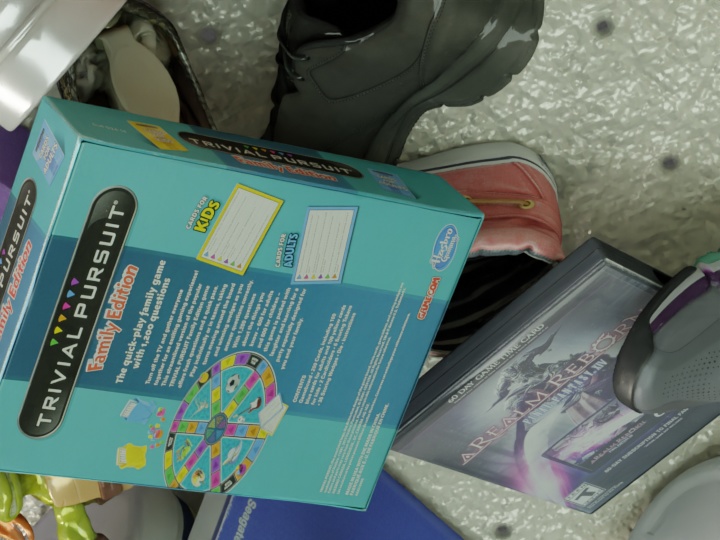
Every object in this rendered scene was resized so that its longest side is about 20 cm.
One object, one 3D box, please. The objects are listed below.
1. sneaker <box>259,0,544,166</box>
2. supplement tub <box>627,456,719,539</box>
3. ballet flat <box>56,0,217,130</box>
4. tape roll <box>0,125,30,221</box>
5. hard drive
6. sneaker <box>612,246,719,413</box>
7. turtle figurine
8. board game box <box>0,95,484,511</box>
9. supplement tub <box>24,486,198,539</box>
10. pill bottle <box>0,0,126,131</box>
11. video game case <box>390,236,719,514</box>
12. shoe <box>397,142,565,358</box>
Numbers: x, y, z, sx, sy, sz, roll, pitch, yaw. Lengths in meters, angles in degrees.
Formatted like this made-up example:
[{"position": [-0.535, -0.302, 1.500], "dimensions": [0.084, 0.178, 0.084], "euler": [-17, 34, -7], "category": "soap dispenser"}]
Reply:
[{"position": [-0.009, -0.087, 1.035], "dimensions": [0.091, 0.076, 0.200], "euler": [22, 130, -32], "category": "sneaker"}, {"position": [0.238, 0.196, 1.218], "dimensions": [0.200, 0.123, 0.123], "euler": [37, 113, -23], "category": "supplement tub"}, {"position": [-0.085, -0.033, 1.033], "dimensions": [0.072, 0.072, 0.201], "euler": [-23, 90, 11], "category": "ballet flat"}, {"position": [-0.223, 0.014, 1.109], "dimensions": [0.199, 0.066, 0.201], "euler": [-2, 122, -3], "category": "tape roll"}, {"position": [0.000, 0.164, 1.180], "dimensions": [0.025, 0.132, 0.200], "euler": [-24, 124, 41], "category": "hard drive"}, {"position": [0.211, 0.028, 1.080], "dimensions": [0.200, 0.087, 0.075], "euler": [-23, 135, -32], "category": "sneaker"}, {"position": [-0.116, 0.092, 1.085], "dimensions": [0.161, 0.064, 0.201], "euler": [-19, 98, -16], "category": "turtle figurine"}, {"position": [-0.063, 0.019, 0.990], "dimensions": [0.199, 0.047, 0.151], "euler": [10, 110, -33], "category": "board game box"}, {"position": [-0.088, 0.214, 1.195], "dimensions": [0.145, 0.145, 0.200], "euler": [-39, 116, 19], "category": "supplement tub"}, {"position": [-0.193, -0.154, 0.952], "dimensions": [0.200, 0.113, 0.113], "euler": [42, 112, -10], "category": "pill bottle"}, {"position": [0.112, 0.057, 1.128], "dimensions": [0.143, 0.019, 0.200], "euler": [-41, 147, 20], "category": "video game case"}, {"position": [0.000, 0.000, 1.098], "dimensions": [0.199, 0.091, 0.072], "euler": [-14, 122, 5], "category": "shoe"}]
